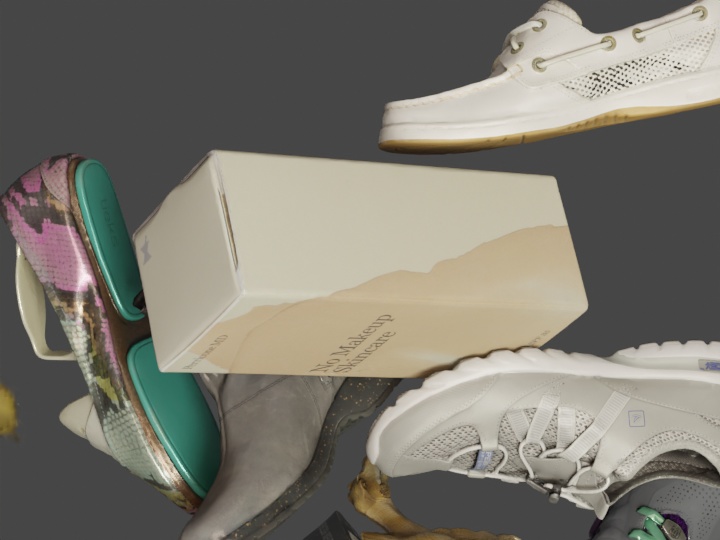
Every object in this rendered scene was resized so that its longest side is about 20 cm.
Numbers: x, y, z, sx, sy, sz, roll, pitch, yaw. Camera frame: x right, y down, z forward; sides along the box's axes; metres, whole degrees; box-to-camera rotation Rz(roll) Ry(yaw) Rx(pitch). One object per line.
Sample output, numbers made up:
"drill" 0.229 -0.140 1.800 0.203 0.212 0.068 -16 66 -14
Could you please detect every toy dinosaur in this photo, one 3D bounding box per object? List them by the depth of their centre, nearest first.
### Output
"toy dinosaur" 0.049 0.153 1.283 0.101 0.200 0.058 21 97 -24

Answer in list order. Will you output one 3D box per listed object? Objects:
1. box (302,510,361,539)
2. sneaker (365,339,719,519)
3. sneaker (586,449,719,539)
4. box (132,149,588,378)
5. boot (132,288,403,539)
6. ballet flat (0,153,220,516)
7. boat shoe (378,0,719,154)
"box" -0.050 0.231 1.303 0.200 0.122 0.106 -41 95 -2
"sneaker" 0.103 0.086 1.305 0.200 0.075 0.082 -7 67 -5
"sneaker" 0.139 0.169 1.332 0.074 0.088 0.200 41 89 -5
"box" 0.000 0.000 1.263 0.200 0.095 0.078 2 63 -31
"boot" -0.068 0.056 1.286 0.132 0.200 0.070 45 132 -6
"ballet flat" -0.131 0.040 1.323 0.071 0.069 0.200 -25 86 22
"boat shoe" 0.101 -0.104 1.330 0.200 0.071 0.069 -12 92 -12
